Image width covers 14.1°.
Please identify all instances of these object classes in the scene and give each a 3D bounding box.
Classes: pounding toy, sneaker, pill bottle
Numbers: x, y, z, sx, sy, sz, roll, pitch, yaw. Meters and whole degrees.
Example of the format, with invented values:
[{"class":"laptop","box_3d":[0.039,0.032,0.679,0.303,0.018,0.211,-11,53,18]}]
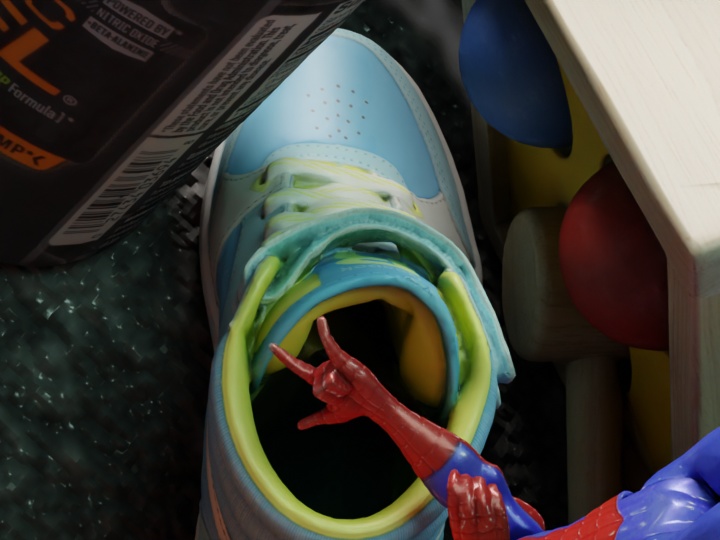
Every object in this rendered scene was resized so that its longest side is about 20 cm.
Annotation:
[{"class":"pounding toy","box_3d":[0.087,0.006,0.752,0.142,0.200,0.184,-18,51,-9]},{"class":"sneaker","box_3d":[0.000,0.000,0.717,0.079,0.131,0.200,2,59,-6]},{"class":"pill bottle","box_3d":[-0.048,-0.090,0.697,0.106,0.200,0.106,17,55,-26]}]

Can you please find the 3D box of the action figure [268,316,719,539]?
[{"class":"action figure","box_3d":[0.054,0.036,0.590,0.099,0.200,0.065,41,34,-22]}]
